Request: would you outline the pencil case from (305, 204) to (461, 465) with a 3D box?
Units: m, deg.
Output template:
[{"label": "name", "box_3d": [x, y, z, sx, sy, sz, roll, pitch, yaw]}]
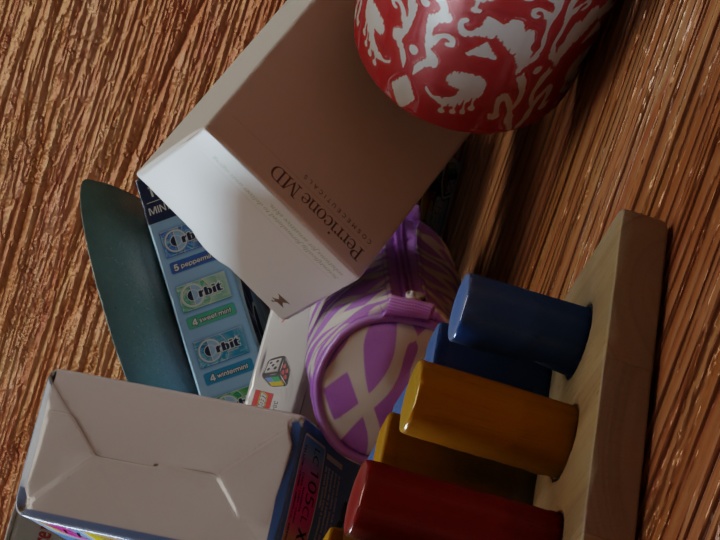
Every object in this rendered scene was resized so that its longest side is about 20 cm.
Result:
[{"label": "pencil case", "box_3d": [0.014, 0.029, 1.037, 0.200, 0.084, 0.086, -101, 11, -76]}]

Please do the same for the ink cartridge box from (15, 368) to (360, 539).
[{"label": "ink cartridge box", "box_3d": [-0.063, 0.121, 1.055, 0.200, 0.136, 0.077, 45, -123, -64]}]

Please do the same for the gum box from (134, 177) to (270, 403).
[{"label": "gum box", "box_3d": [-0.072, 0.053, 1.287, 0.170, 0.044, 0.201, 65, -174, -73]}]

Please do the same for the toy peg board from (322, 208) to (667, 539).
[{"label": "toy peg board", "box_3d": [0.021, 0.099, 0.757, 0.200, 0.097, 0.200, 116, 168, -54]}]

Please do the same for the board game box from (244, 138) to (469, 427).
[{"label": "board game box", "box_3d": [0.000, 0.000, 1.197, 0.126, 0.034, 0.201, 29, -105, -62]}]

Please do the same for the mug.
[{"label": "mug", "box_3d": [0.086, -0.165, 0.917, 0.134, 0.177, 0.200, 61, 155, 26]}]

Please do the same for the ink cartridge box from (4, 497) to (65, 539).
[{"label": "ink cartridge box", "box_3d": [-0.157, 0.235, 1.475, 0.147, 0.199, 0.083, -92, 19, -71]}]

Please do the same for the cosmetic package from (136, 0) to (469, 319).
[{"label": "cosmetic package", "box_3d": [-0.004, -0.087, 1.052, 0.200, 0.108, 0.085, -54, 15, -31]}]

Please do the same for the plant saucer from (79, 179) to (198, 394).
[{"label": "plant saucer", "box_3d": [-0.121, 0.034, 1.302, 0.200, 0.036, 0.201, -18, -90, -88]}]
